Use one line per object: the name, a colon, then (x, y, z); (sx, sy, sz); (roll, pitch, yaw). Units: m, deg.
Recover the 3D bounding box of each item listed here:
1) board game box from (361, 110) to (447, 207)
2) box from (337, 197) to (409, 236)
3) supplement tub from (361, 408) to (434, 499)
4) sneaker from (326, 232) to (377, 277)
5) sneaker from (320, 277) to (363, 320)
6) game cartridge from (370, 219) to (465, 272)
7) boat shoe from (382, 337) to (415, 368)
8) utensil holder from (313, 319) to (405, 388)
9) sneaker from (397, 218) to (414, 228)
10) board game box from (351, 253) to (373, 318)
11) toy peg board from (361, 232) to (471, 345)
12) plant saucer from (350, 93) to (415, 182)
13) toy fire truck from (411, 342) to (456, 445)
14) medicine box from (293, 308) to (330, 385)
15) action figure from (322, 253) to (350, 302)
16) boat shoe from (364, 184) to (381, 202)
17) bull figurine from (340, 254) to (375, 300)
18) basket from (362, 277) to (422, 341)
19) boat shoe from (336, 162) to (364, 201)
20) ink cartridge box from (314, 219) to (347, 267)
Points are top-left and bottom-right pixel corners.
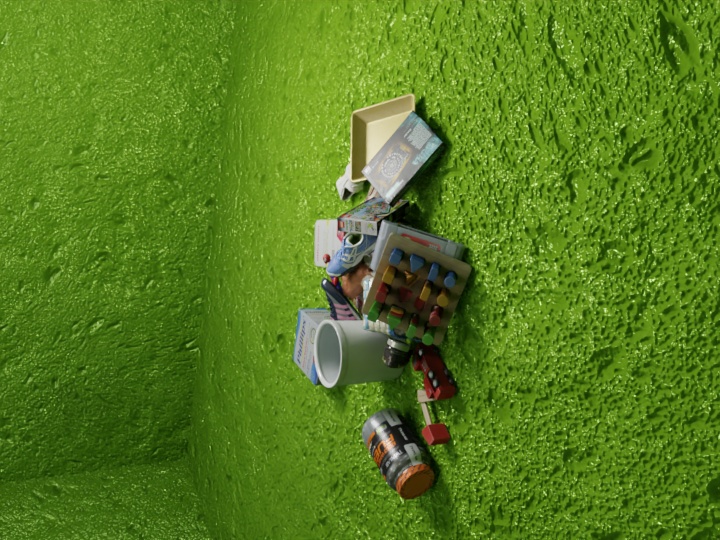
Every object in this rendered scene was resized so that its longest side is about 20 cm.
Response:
board game box: (0.104, -0.273, 1.434); (0.200, 0.028, 0.136); (-47, 57, 18)
box: (0.036, -0.136, 1.447); (0.108, 0.200, 0.035); (9, 114, 25)
supplement tub: (0.093, 0.448, 1.435); (0.200, 0.121, 0.124); (50, 131, 50)
sneaker: (-0.027, -0.058, 1.514); (0.200, 0.076, 0.077); (-42, 47, 27)
sneaker: (-0.064, 0.113, 1.644); (0.082, 0.201, 0.070); (-37, 21, 0)
game cartridge: (0.127, -0.023, 1.337); (0.041, 0.197, 0.135); (-50, -24, -67)
boat shoe: (0.088, 0.201, 1.410); (0.201, 0.071, 0.062); (35, -105, -77)
utensil holder: (-0.001, 0.214, 1.538); (0.169, 0.197, 0.174); (-6, 83, 60)
sneaker: (0.092, -0.083, 1.447); (0.078, 0.077, 0.201); (-35, 25, 18)
board game box: (0.033, 0.029, 1.639); (0.152, 0.046, 0.203); (53, 134, 49)
toy peg board: (0.118, 0.054, 1.287); (0.098, 0.197, 0.202); (-55, -14, -71)
plant saucer: (0.067, -0.335, 1.521); (0.197, 0.048, 0.204); (-7, 76, 34)
toy fire truck: (0.167, 0.289, 1.379); (0.201, 0.048, 0.142); (-114, 34, -43)
medicine box: (-0.128, 0.240, 1.873); (0.199, 0.101, 0.186); (30, 115, 57)
action figure: (-0.069, 0.046, 1.697); (0.065, 0.051, 0.203); (-119, 12, -74)
boat shoe: (0.055, -0.201, 1.592); (0.200, 0.075, 0.073); (-48, 44, 38)
bull figurine: (0.000, 0.000, 1.589); (0.200, 0.064, 0.123); (-47, 46, 48)
basket: (0.107, 0.081, 1.427); (0.197, 0.138, 0.180); (0, 85, 34)
boat shoe: (-0.015, -0.263, 1.724); (0.200, 0.070, 0.071); (138, 126, -64)
ink cartridge box: (-0.063, -0.081, 1.785); (0.199, 0.082, 0.148); (9, 98, 61)
